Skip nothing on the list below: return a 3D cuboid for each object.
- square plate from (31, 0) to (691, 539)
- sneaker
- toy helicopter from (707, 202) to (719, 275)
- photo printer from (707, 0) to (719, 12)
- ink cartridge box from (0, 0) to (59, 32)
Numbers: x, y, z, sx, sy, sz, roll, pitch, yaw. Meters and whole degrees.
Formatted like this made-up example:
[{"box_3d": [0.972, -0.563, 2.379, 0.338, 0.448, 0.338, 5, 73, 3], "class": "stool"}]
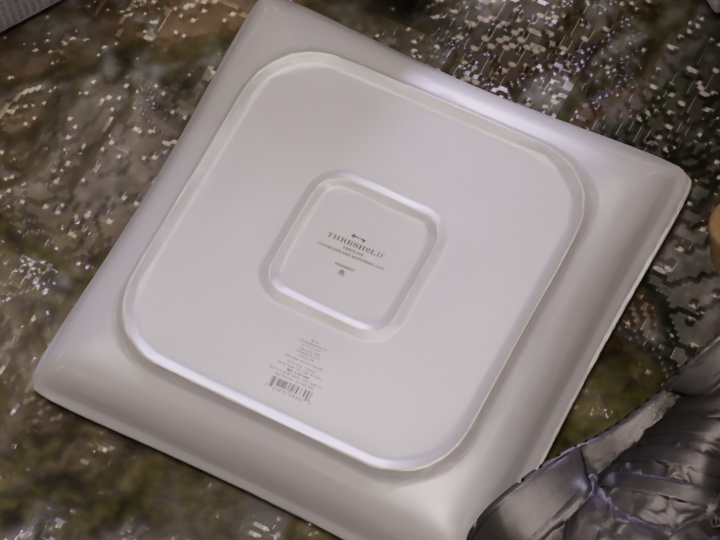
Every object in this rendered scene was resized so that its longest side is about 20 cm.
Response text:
[{"box_3d": [0.000, 0.000, 1.176, 0.199, 0.028, 0.199, 24, 69, 16], "class": "square plate"}, {"box_3d": [0.119, 0.101, 1.101, 0.199, 0.060, 0.104, -34, 68, -7], "class": "sneaker"}, {"box_3d": [0.215, -0.046, 1.144, 0.199, 0.079, 0.132, -22, 40, -18], "class": "toy helicopter"}, {"box_3d": [0.145, -0.216, 1.169, 0.069, 0.200, 0.167, -15, 63, -1], "class": "photo printer"}, {"box_3d": [-0.217, -0.171, 1.274, 0.199, 0.043, 0.197, -28, 65, -9], "class": "ink cartridge box"}]
